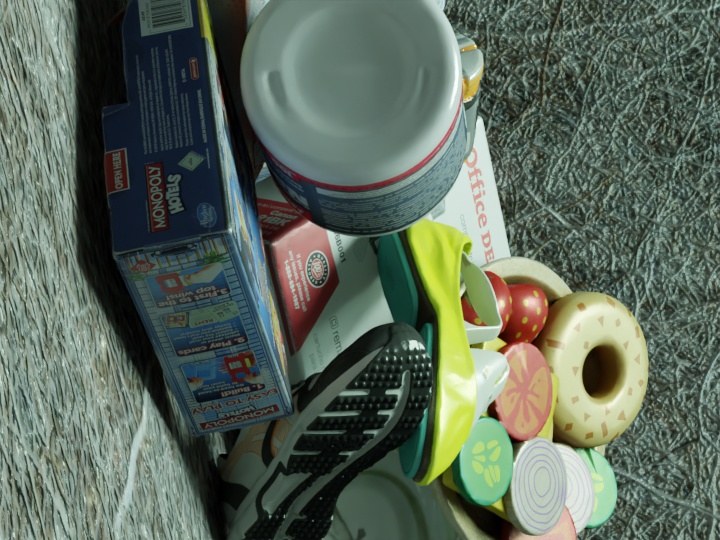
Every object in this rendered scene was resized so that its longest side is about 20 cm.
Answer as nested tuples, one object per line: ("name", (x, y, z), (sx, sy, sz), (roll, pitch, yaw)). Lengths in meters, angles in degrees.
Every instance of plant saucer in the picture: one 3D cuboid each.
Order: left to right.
("plant saucer", (-0.004, 0.183, 1.690), (0.199, 0.050, 0.201), (-13, 109, -43))

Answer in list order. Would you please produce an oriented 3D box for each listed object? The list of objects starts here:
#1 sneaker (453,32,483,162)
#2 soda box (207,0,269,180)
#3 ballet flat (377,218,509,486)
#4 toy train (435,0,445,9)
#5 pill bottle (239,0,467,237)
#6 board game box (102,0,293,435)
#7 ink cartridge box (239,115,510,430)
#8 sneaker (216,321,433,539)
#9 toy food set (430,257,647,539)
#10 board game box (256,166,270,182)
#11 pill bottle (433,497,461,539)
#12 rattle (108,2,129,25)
("sneaker", (-0.002, -0.120, 1.682), (0.200, 0.078, 0.078), (30, -41, 44))
("soda box", (-0.083, -0.142, 1.520), (0.201, 0.068, 0.064), (90, 18, -49))
("ballet flat", (0.053, 0.044, 1.588), (0.201, 0.067, 0.067), (-97, -160, -45))
("toy train", (-0.030, -0.197, 1.626), (0.200, 0.114, 0.087), (42, -57, 48))
("pill bottle", (0.001, -0.084, 1.504), (0.200, 0.119, 0.120), (73, 7, -77))
("board game box", (-0.087, -0.019, 1.443), (0.200, 0.061, 0.201), (77, 2, -46))
("ink cartridge box", (0.000, 0.000, 1.706), (0.200, 0.083, 0.145), (-32, 119, -38))
("sneaker", (-0.030, 0.088, 1.541), (0.200, 0.073, 0.080), (-50, -135, 36))
("toy food set", (0.106, 0.092, 1.706), (0.200, 0.048, 0.199), (32, 64, -45))
("board game box", (-0.046, 0.003, 1.928), (0.200, 0.061, 0.201), (60, 20, -73))
("pill bottle", (0.070, 0.141, 1.798), (0.112, 0.112, 0.201), (-85, 157, -72))
("rattle", (-0.088, -0.230, 1.577), (0.131, 0.142, 0.201), (101, -19, -48))
